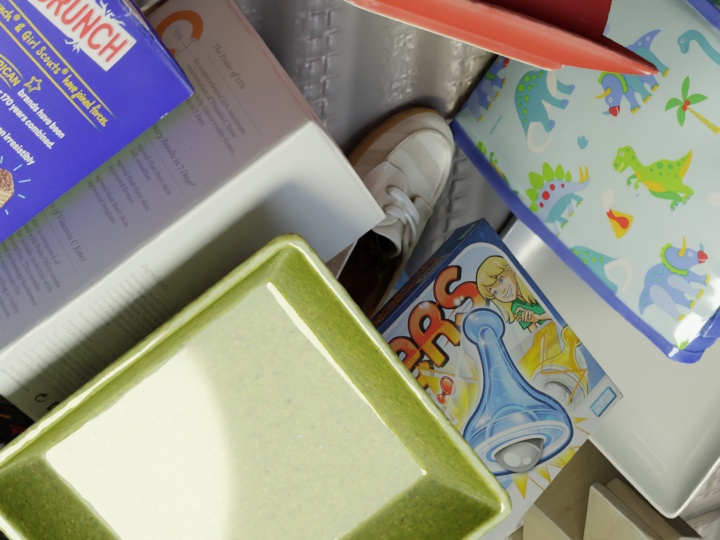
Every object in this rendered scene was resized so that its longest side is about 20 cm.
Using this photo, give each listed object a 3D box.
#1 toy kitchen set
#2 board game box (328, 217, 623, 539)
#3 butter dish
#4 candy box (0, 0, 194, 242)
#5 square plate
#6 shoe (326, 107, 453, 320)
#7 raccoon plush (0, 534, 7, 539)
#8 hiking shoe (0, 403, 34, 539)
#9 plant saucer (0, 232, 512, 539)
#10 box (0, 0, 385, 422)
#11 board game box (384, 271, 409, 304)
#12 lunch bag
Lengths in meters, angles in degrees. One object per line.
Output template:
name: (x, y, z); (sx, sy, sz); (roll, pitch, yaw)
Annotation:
toy kitchen set: (0.227, 0.157, 1.318); (0.180, 0.200, 0.164); (-32, 146, -23)
board game box: (0.043, 0.085, 1.099); (0.200, 0.136, 0.034); (-46, -168, -29)
butter dish: (0.037, -0.190, 0.898); (0.199, 0.200, 0.149); (13, 105, -41)
candy box: (-0.201, -0.086, 0.903); (0.199, 0.077, 0.169); (-36, 142, 2)
square plate: (0.179, 0.012, 1.205); (0.028, 0.200, 0.199); (-10, 141, -57)
shoe: (0.000, 0.000, 1.123); (0.070, 0.053, 0.201); (36, 85, -43)
raccoon plush: (-0.179, 0.202, 1.224); (0.199, 0.097, 0.134); (-5, 142, -34)
hiking shoe: (-0.198, 0.121, 1.092); (0.198, 0.076, 0.101); (-10, 122, -3)
plant saucer: (-0.059, 0.101, 0.983); (0.200, 0.048, 0.200); (-37, 116, 3)
box: (-0.110, -0.029, 0.994); (0.199, 0.125, 0.098); (-36, 143, 3)
board game box: (-0.081, 0.050, 1.173); (0.199, 0.037, 0.152); (5, 127, -42)
lunch bag: (0.173, -0.075, 1.097); (0.127, 0.200, 0.171); (8, 125, -42)
